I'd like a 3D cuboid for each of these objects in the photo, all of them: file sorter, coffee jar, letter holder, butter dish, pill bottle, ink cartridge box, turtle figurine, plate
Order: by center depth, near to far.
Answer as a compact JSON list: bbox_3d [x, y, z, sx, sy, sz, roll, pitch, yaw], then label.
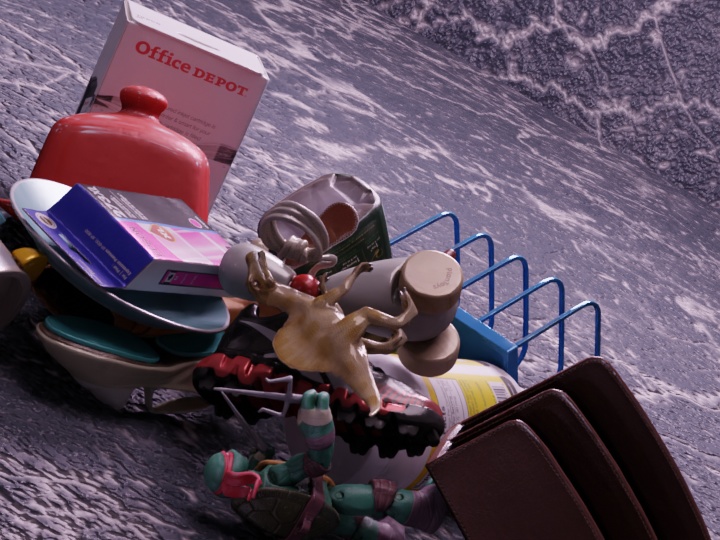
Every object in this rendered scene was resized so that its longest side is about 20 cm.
[{"bbox_3d":[0.160,0.182,1.572,0.201,0.141,0.101,61,16,-4],"label":"letter holder"},{"bbox_3d":[-0.043,0.151,1.596,0.199,0.102,0.149,23,-21,-21],"label":"turtle figurine"},{"bbox_3d":[-0.168,-0.023,1.708,0.095,0.037,0.200,43,18,22],"label":"ink cartridge box"},{"bbox_3d":[-0.191,-0.004,1.717,0.199,0.026,0.200,32,15,-9],"label":"plate"},{"bbox_3d":[0.038,0.125,1.776,0.114,0.115,0.199,37,18,36],"label":"pill bottle"},{"bbox_3d":[-0.014,0.023,1.867,0.104,0.201,0.085,-32,42,-18],"label":"coffee jar"},{"bbox_3d":[-0.203,-0.086,1.912,0.198,0.149,0.199,13,-2,-4],"label":"butter dish"},{"bbox_3d":[0.105,0.056,1.959,0.122,0.140,0.200,-28,44,-29],"label":"file sorter"},{"bbox_3d":[-0.192,-0.129,2.066,0.144,0.201,0.084,21,16,-17],"label":"ink cartridge box"}]

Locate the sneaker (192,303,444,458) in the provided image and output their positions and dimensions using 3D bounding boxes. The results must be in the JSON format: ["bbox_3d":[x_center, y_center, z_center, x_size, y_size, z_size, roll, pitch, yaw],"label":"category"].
[{"bbox_3d":[-0.023,0.076,1.653,0.199,0.098,0.071,14,-27,20],"label":"sneaker"}]

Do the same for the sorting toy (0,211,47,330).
[{"bbox_3d":[-0.339,-0.048,1.632,0.181,0.107,0.200,58,24,14],"label":"sorting toy"}]

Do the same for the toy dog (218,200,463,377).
[{"bbox_3d":[0.000,0.000,1.721,0.199,0.132,0.097,29,44,-8],"label":"toy dog"}]

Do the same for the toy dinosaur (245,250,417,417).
[{"bbox_3d":[-0.011,0.051,1.605,0.100,0.059,0.200,-23,45,-22],"label":"toy dinosaur"}]

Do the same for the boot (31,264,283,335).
[{"bbox_3d":[-0.159,0.033,1.804,0.199,0.077,0.155,26,9,20],"label":"boot"}]

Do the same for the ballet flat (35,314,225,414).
[{"bbox_3d":[-0.165,0.078,1.693,0.199,0.070,0.069,8,23,-38],"label":"ballet flat"}]
